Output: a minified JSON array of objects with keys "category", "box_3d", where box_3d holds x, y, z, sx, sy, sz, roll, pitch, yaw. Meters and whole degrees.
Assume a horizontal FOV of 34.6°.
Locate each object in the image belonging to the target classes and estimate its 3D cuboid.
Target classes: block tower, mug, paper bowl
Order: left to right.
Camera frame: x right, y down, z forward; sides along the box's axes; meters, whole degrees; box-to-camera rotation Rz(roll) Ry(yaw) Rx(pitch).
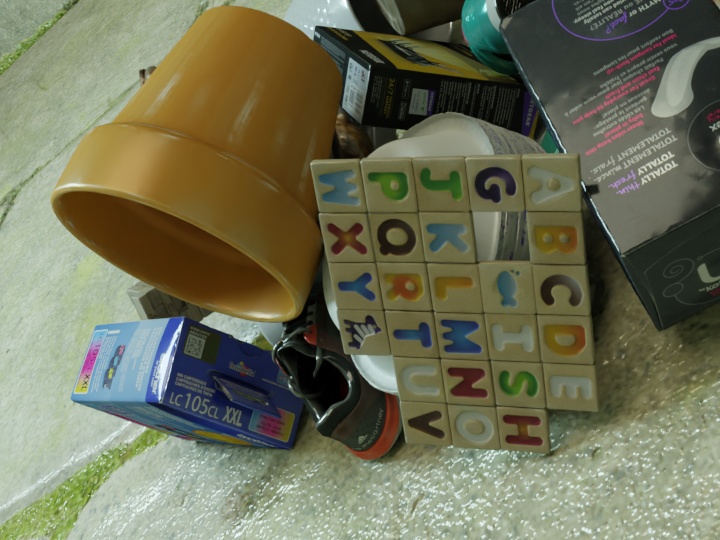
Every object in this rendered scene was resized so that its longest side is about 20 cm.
[{"category":"block tower","box_3d":[-0.133,-0.004,1.120,0.199,0.054,0.058,-34,20,-27]},{"category":"mug","box_3d":[-0.006,-0.235,1.241,0.175,0.146,0.203,-22,66,53]},{"category":"paper bowl","box_3d":[0.047,-0.012,0.811,0.200,0.103,0.203,-37,45,49]}]

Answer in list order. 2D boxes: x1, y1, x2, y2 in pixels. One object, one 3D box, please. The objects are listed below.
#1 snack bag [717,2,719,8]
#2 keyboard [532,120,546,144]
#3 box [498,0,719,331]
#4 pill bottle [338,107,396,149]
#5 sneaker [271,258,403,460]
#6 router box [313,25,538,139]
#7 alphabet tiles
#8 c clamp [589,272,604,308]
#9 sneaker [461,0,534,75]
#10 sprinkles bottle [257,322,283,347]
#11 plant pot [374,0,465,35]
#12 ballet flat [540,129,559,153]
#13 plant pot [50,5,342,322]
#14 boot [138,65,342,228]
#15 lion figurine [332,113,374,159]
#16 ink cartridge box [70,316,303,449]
[{"category":"snack bag","box_3d":[0.255,-0.107,0.811,0.189,0.021,0.200,-48,27,2]},{"category":"keyboard","box_3d":[0.175,-0.136,0.973,0.056,0.011,0.201,1,54,55]},{"category":"box","box_3d":[0.184,-0.087,0.710,0.121,0.106,0.201,-28,53,12]},{"category":"pill bottle","box_3d":[-0.071,-0.123,1.107,0.112,0.198,0.114,176,90,-73]},{"category":"sneaker","box_3d":[-0.031,0.053,0.894,0.077,0.081,0.201,-50,43,20]},{"category":"router box","box_3d":[0.051,-0.169,1.031,0.200,0.155,0.053,-127,44,-64]},{"category":"alphabet tiles","box_3d":[0.061,0.025,0.715,0.165,0.202,0.008,1,26,22]},{"category":"c clamp","box_3d":[0.113,0.013,0.845,0.171,0.027,0.200,-49,28,6]},{"category":"sneaker","box_3d":[0.164,-0.214,0.959,0.198,0.085,0.120,-12,2,-26]},{"category":"sprinkles bottle","box_3d":[0.000,0.000,0.988,0.199,0.068,0.069,-32,31,27]},{"category":"plant pot","box_3d":[0.084,-0.319,1.098,0.173,0.201,0.200,-32,28,0]},{"category":"ballet flat","box_3d":[0.173,-0.112,0.845,0.067,0.062,0.202,133,159,-70]},{"category":"plant pot","box_3d":[-0.103,-0.088,0.871,0.199,0.199,0.185,-4,58,53]},{"category":"boot","box_3d":[-0.091,-0.100,0.986,0.145,0.202,0.070,-20,5,12]},{"category":"lion figurine","box_3d":[-0.050,-0.039,1.050,0.200,0.122,0.073,-44,28,8]},{"category":"ink cartridge box","box_3d":[-0.137,0.096,0.975,0.199,0.136,0.077,-9,62,51]}]
